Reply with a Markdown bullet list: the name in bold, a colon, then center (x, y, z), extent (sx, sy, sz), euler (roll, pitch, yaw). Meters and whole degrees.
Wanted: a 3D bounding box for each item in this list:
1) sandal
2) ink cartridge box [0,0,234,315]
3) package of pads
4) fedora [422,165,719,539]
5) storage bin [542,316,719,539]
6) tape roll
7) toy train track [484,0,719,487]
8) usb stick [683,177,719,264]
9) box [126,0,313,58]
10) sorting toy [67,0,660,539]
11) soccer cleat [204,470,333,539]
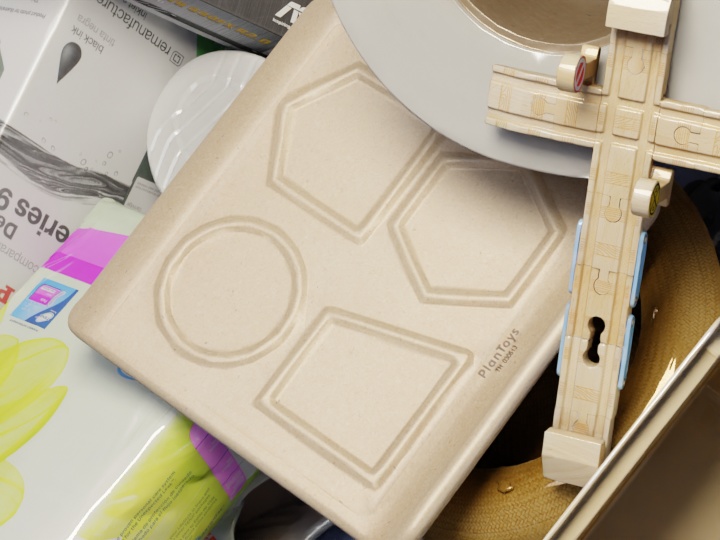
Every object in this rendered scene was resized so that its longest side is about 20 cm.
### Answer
- **sandal**: center (-0.031, -0.037, 1.150), extent (0.083, 0.050, 0.202), euler (-51, 44, -4)
- **ink cartridge box**: center (-0.144, -0.051, 1.233), extent (0.084, 0.146, 0.201), euler (13, 74, 45)
- **package of pads**: center (-0.117, 0.071, 1.121), extent (0.154, 0.068, 0.200), euler (21, 63, 43)
- **fedora**: center (0.082, 0.042, 1.073), extent (0.200, 0.082, 0.201), euler (-21, 49, 27)
- **storage bin**: center (0.154, 0.150, 0.907), extent (0.200, 0.094, 0.199), euler (38, 90, 9)
- **tape roll**: center (0.097, -0.153, 1.003), extent (0.202, 0.139, 0.204), euler (8, 111, 21)
- **toy train track**: center (0.091, -0.012, 0.945), extent (0.114, 0.033, 0.201), euler (13, 107, 20)
- **usb stick**: center (0.203, 0.016, 1.043), extent (0.200, 0.033, 0.056), euler (30, 85, 41)
- **box**: center (-0.066, -0.195, 1.181), extent (0.048, 0.199, 0.159), euler (-8, 62, 61)
- **sorting toy**: center (0.000, 0.000, 1.050), extent (0.200, 0.036, 0.185), euler (33, 80, 28)
- **soccer cleat**: center (-0.076, 0.112, 1.152), extent (0.199, 0.069, 0.078), euler (-28, 36, 15)
